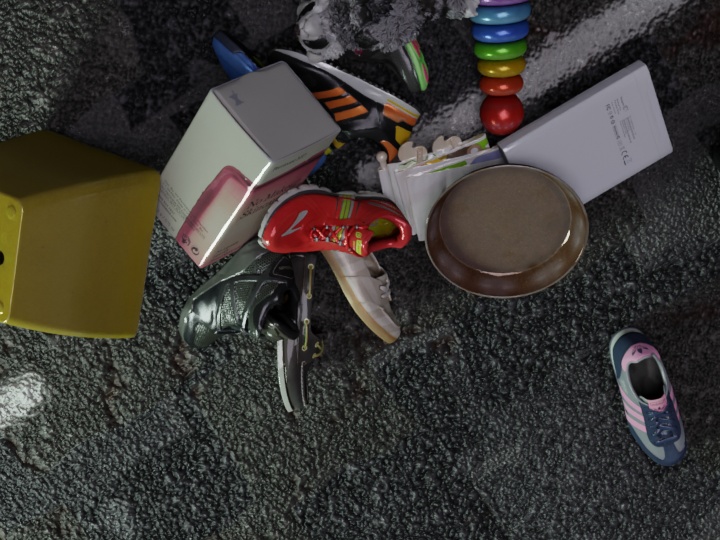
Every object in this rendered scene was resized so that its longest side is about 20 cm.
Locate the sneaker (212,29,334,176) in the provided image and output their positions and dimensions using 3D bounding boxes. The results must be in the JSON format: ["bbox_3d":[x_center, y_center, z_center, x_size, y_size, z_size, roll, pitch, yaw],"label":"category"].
[{"bbox_3d":[-0.119,-0.191,1.474,0.078,0.066,0.201,-38,105,10],"label":"sneaker"}]

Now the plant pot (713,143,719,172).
[{"bbox_3d":[0.537,-0.110,1.487,0.198,0.178,0.201,-34,104,6],"label":"plant pot"}]

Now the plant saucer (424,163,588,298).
[{"bbox_3d":[0.176,-0.053,1.505,0.197,0.035,0.202,1,128,2],"label":"plant saucer"}]

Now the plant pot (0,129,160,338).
[{"bbox_3d":[-0.368,-0.035,1.396,0.198,0.176,0.203,20,107,29],"label":"plant pot"}]

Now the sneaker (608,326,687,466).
[{"bbox_3d":[0.376,0.176,1.601,0.069,0.082,0.202,-25,106,3],"label":"sneaker"}]

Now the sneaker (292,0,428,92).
[{"bbox_3d":[0.002,-0.279,1.460,0.200,0.077,0.084,43,105,-3],"label":"sneaker"}]

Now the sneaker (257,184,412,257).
[{"bbox_3d":[-0.023,-0.050,1.429,0.198,0.085,0.078,-9,124,-34],"label":"sneaker"}]

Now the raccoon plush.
[{"bbox_3d":[0.020,-0.274,1.397,0.197,0.133,0.099,6,81,-30],"label":"raccoon plush"}]

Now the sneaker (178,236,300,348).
[{"bbox_3d":[-0.143,0.058,1.493,0.199,0.076,0.115,-40,64,31],"label":"sneaker"}]

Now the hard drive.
[{"bbox_3d":[0.274,-0.149,1.506,0.198,0.027,0.133,-30,125,-2],"label":"hard drive"}]

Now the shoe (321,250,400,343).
[{"bbox_3d":[0.000,0.000,1.531,0.053,0.070,0.201,-30,103,13],"label":"shoe"}]

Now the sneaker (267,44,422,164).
[{"bbox_3d":[-0.029,-0.196,1.476,0.198,0.070,0.091,23,99,-12],"label":"sneaker"}]

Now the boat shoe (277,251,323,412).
[{"bbox_3d":[-0.075,0.077,1.546,0.059,0.072,0.205,-4,103,1],"label":"boat shoe"}]

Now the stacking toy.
[{"bbox_3d":[0.168,-0.259,1.472,0.084,0.086,0.203,-6,110,-3],"label":"stacking toy"}]

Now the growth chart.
[{"bbox_3d":[0.118,-0.102,1.514,0.197,0.018,0.147,-8,121,-7],"label":"growth chart"}]

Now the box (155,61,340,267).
[{"bbox_3d":[-0.135,-0.118,1.404,0.109,0.127,0.200,49,134,9],"label":"box"}]
